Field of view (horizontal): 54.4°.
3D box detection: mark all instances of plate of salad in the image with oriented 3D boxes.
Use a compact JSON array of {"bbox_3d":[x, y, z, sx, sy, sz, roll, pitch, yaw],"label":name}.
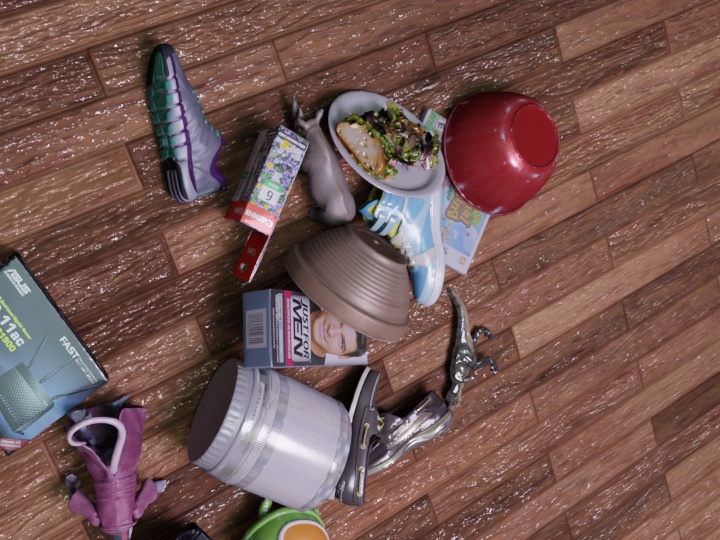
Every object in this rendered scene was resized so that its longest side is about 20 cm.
[{"bbox_3d":[0.045,-0.191,1.011,0.195,0.048,0.204,18,48,-21],"label":"plate of salad"}]

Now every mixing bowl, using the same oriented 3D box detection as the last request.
[{"bbox_3d":[0.238,-0.197,1.095,0.195,0.108,0.207,4,81,-28],"label":"mixing bowl"}]

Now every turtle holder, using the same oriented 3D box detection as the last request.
[{"bbox_3d":[-0.117,0.436,1.002,0.185,0.132,0.141,-42,127,3],"label":"turtle holder"}]

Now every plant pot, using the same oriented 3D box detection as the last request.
[{"bbox_3d":[0.000,0.000,0.974,0.198,0.202,0.094,27,105,-23],"label":"plant pot"}]

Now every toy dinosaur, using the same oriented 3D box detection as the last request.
[{"bbox_3d":[0.183,0.133,1.164,0.085,0.047,0.207,1,92,-17],"label":"toy dinosaur"}]

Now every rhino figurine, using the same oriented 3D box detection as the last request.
[{"bbox_3d":[-0.059,-0.151,1.002,0.059,0.087,0.205,-23,101,-20],"label":"rhino figurine"}]

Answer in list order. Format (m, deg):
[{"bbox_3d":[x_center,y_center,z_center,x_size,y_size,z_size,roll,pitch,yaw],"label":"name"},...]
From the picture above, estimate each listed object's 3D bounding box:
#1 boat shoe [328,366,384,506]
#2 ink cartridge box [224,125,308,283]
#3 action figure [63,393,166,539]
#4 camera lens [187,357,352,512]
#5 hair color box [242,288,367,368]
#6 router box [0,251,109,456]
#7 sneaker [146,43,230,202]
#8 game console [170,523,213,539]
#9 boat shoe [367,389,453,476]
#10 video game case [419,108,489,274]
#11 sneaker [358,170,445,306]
[{"bbox_3d":[0.003,0.248,1.054,0.059,0.072,0.206,14,67,8],"label":"boat shoe"},{"bbox_3d":[-0.144,-0.092,0.960,0.049,0.108,0.205,24,86,-23],"label":"ink cartridge box"},{"bbox_3d":[-0.311,0.271,0.908,0.131,0.148,0.207,-7,92,-26],"label":"action figure"},{"bbox_3d":[-0.121,0.230,0.976,0.197,0.159,0.163,29,84,-23],"label":"camera lens"},{"bbox_3d":[-0.073,0.084,0.981,0.197,0.059,0.102,7,78,-51],"label":"hair color box"},{"bbox_3d":[-0.435,0.103,0.879,0.149,0.062,0.203,-37,108,-17],"label":"router box"},{"bbox_3d":[-0.229,-0.199,0.944,0.086,0.073,0.206,-18,110,-37],"label":"sneaker"},{"bbox_3d":[-0.271,0.464,0.959,0.200,0.118,0.173,-44,110,-13],"label":"game console"},{"bbox_3d":[0.053,0.259,1.114,0.197,0.075,0.075,-29,80,-14],"label":"boat shoe"},{"bbox_3d":[0.137,-0.124,1.127,0.179,0.022,0.205,26,85,-24],"label":"video game case"},{"bbox_3d":[0.057,-0.048,1.049,0.127,0.079,0.207,-2,88,-25],"label":"sneaker"}]
